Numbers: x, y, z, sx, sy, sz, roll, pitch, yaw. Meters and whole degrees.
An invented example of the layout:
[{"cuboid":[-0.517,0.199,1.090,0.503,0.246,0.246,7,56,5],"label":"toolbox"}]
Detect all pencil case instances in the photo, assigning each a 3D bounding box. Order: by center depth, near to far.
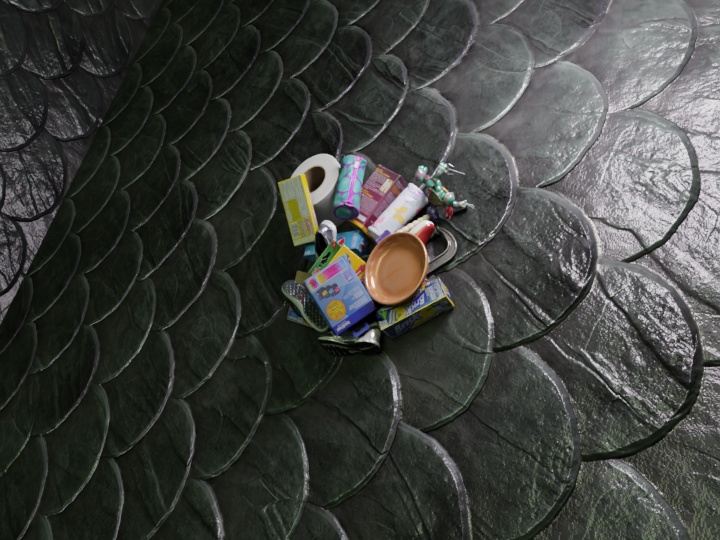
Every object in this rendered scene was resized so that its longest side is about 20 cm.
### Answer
[{"cuboid":[0.110,-0.160,1.703,0.083,0.091,0.200,43,87,-3],"label":"pencil case"},{"cuboid":[-0.032,-0.251,1.740,0.093,0.083,0.204,124,157,-58],"label":"pencil case"}]

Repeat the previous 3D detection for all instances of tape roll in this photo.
[{"cuboid":[-0.121,-0.253,1.882,0.199,0.139,0.207,-16,55,24],"label":"tape roll"}]

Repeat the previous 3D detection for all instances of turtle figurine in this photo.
[{"cuboid":[0.230,-0.226,1.625,0.100,0.151,0.200,-32,32,-9],"label":"turtle figurine"}]

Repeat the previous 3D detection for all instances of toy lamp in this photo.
[{"cuboid":[0.130,-0.116,1.641,0.198,0.059,0.058,-32,48,-10],"label":"toy lamp"}]

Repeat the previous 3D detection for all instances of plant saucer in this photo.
[{"cuboid":[0.099,-0.002,1.544,0.197,0.037,0.205,-17,62,33],"label":"plant saucer"}]

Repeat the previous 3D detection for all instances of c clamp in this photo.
[{"cuboid":[0.174,-0.061,1.643,0.197,0.027,0.173,-28,51,17],"label":"c clamp"}]

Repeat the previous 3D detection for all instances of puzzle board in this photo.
[{"cuboid":[-0.142,0.089,1.728,0.198,0.017,0.154,10,88,48],"label":"puzzle board"}]

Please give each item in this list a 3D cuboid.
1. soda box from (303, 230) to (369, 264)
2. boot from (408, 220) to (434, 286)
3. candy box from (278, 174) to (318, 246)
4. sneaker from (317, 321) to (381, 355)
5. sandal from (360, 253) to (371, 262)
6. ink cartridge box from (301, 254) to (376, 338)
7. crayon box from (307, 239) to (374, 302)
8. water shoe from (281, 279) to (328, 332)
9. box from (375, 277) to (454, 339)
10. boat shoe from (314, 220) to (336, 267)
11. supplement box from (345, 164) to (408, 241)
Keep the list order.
[{"cuboid":[-0.074,-0.068,1.784,0.196,0.068,0.066,-6,60,31],"label":"soda box"},{"cuboid":[0.164,-0.024,1.578,0.202,0.072,0.144,-54,51,10],"label":"boot"},{"cuboid":[-0.188,-0.184,1.788,0.100,0.026,0.205,-11,96,34],"label":"candy box"},{"cuboid":[-0.027,0.185,1.609,0.196,0.074,0.081,-3,49,26],"label":"sneaker"},{"cuboid":[0.000,0.001,1.710,0.198,0.043,0.077,-34,49,12],"label":"sandal"},{"cuboid":[-0.049,0.081,1.561,0.135,0.076,0.202,-33,92,-9],"label":"ink cartridge box"},{"cuboid":[-0.036,0.021,1.630,0.199,0.051,0.128,38,81,-3],"label":"crayon box"},{"cuboid":[-0.152,0.109,1.685,0.071,0.080,0.200,-33,62,-20],"label":"water shoe"},{"cuboid":[0.142,0.103,1.535,0.197,0.070,0.065,-29,50,16],"label":"box"},{"cuboid":[-0.103,-0.046,1.706,0.070,0.203,0.068,19,44,19],"label":"boat shoe"},{"cuboid":[0.048,-0.206,1.775,0.110,0.086,0.201,33,84,42],"label":"supplement box"}]
